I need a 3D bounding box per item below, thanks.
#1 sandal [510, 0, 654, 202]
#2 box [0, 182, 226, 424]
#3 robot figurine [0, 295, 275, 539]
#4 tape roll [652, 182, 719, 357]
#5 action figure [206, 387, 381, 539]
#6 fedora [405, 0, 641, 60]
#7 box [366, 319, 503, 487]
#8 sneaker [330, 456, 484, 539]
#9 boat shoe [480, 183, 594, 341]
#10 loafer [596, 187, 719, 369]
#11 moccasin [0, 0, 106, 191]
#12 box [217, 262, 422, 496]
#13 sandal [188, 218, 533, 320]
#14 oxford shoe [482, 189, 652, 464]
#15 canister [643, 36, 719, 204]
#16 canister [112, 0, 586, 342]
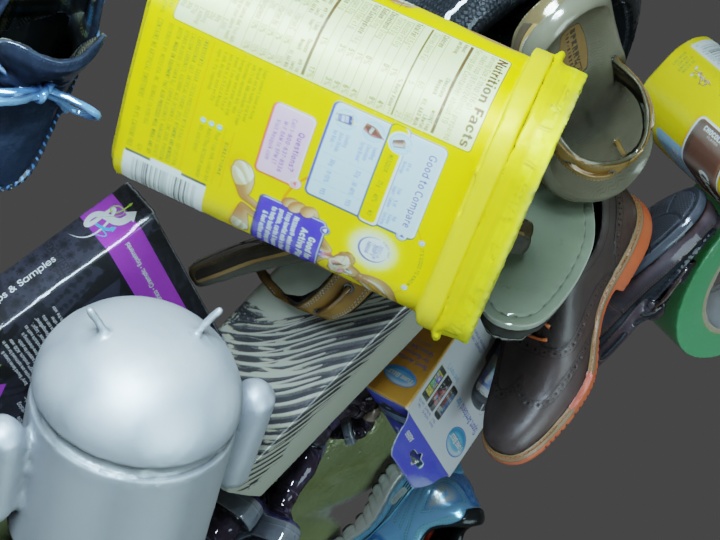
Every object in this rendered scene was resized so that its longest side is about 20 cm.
[{"bbox_3d":[0.131,-0.087,1.007,0.080,0.054,0.200,-43,152,-7],"label":"sandal"},{"bbox_3d":[-0.181,0.057,1.026,0.200,0.036,0.143,-38,146,-11],"label":"box"},{"bbox_3d":[-0.127,0.096,0.990,0.169,0.113,0.201,-9,134,-31],"label":"robot figurine"},{"bbox_3d":[0.311,-0.022,1.453,0.200,0.048,0.201,-29,145,-22],"label":"tape roll"},{"bbox_3d":[-0.037,0.104,1.206,0.200,0.069,0.130,-52,143,-14],"label":"action figure"},{"bbox_3d":[0.063,-0.126,1.022,0.200,0.092,0.201,-34,149,-24],"label":"fedora"},{"bbox_3d":[0.074,0.048,1.236,0.200,0.041,0.119,-53,150,-14],"label":"box"},{"bbox_3d":[0.025,0.229,1.391,0.078,0.090,0.201,1,128,-47],"label":"sneaker"},{"bbox_3d":[0.106,-0.032,1.120,0.061,0.071,0.202,104,2,-52],"label":"boat shoe"},{"bbox_3d":[0.187,0.020,1.309,0.063,0.072,0.200,40,120,-14],"label":"loafer"},{"bbox_3d":[-0.154,-0.111,0.831,0.080,0.068,0.201,-17,139,-35],"label":"moccasin"},{"bbox_3d":[-0.028,0.040,1.117,0.200,0.082,0.068,-48,162,5],"label":"box"},{"bbox_3d":[0.000,0.000,1.044,0.199,0.055,0.082,-5,-176,2],"label":"sandal"},{"bbox_3d":[0.121,0.028,1.198,0.072,0.071,0.201,37,72,-51],"label":"oxford shoe"},{"bbox_3d":[0.289,-0.059,1.244,0.087,0.200,0.148,-47,147,7],"label":"canister"},{"bbox_3d":[-0.010,-0.070,0.891,0.087,0.199,0.149,-60,174,-50],"label":"canister"}]
